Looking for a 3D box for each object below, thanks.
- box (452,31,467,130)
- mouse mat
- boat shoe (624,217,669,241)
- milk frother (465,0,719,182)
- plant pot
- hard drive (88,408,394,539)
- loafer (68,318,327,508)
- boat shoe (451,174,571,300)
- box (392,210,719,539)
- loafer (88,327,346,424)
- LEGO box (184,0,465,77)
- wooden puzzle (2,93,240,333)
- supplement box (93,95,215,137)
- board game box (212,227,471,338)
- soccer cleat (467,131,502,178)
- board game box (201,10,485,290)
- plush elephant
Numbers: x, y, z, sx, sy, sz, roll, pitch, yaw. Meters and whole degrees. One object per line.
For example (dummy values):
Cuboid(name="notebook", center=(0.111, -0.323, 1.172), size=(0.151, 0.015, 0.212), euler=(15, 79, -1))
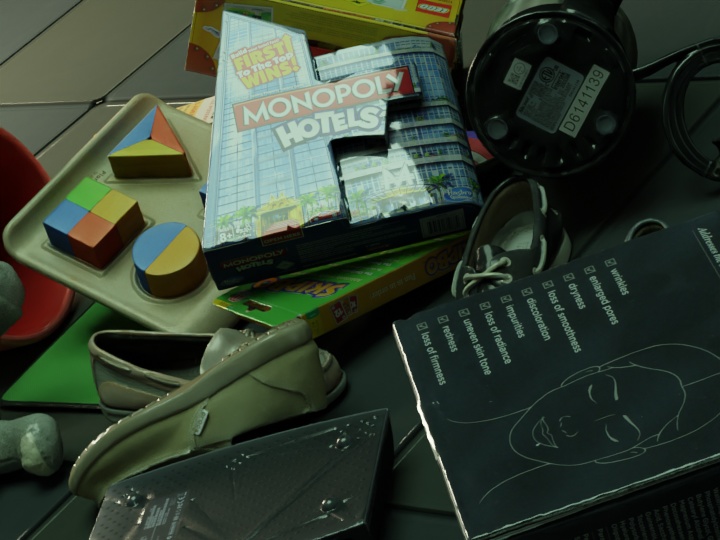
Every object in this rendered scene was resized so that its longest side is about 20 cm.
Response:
Cuboid(name="box", center=(0.014, -0.151, 1.863), size=(0.137, 0.040, 0.200), euler=(10, 28, -4))
Cuboid(name="mouse mat", center=(-0.169, 0.044, 1.772), size=(0.161, 0.008, 0.200), euler=(-1, 34, 41))
Cuboid(name="boat shoe", center=(0.173, 0.041, 1.406), size=(0.075, 0.062, 0.200), euler=(-6, 32, 24))
Cuboid(name="milk frother", center=(0.191, -0.133, 1.661), size=(0.181, 0.200, 0.188), euler=(-45, 5, 16))
Cuboid(name="plant pot", center=(-0.357, -0.008, 1.846), size=(0.177, 0.200, 0.200), euler=(-22, 24, 32))
Cuboid(name="hard drive", center=(-0.075, 0.157, 1.432), size=(0.200, 0.042, 0.135), euler=(-17, 27, 17))
Cuboid(name="loafer", center=(-0.105, 0.107, 1.524), size=(0.200, 0.068, 0.076), euler=(-34, -4, 18))
Cuboid(name="boat shoe", center=(0.095, 0.006, 1.542), size=(0.074, 0.060, 0.200), euler=(-11, 29, 28))
Cuboid(name="box", center=(0.141, 0.093, 1.221), size=(0.197, 0.124, 0.200), euler=(-20, 35, 1))
Cuboid(name="loafer", center=(-0.106, 0.069, 1.597), size=(0.200, 0.063, 0.072), euler=(-5, 29, 32))
Cuboid(name="LEGO box", center=(-0.021, -0.195, 1.803), size=(0.200, 0.077, 0.149), euler=(13, 28, 2))
Cuboid(name="wooden puzzle", center=(-0.145, -0.047, 1.757), size=(0.200, 0.046, 0.185), euler=(28, 59, 25))
Cuboid(name="supplement box", center=(-0.132, -0.083, 1.902), size=(0.200, 0.074, 0.126), euler=(-16, 27, 17))
Cuboid(name="board game box", center=(0.000, 0.000, 1.640), size=(0.200, 0.030, 0.096), euler=(-23, 22, -29))
Cuboid(name="soccer cleat", center=(0.017, -0.087, 1.729), size=(0.200, 0.073, 0.068), euler=(-13, 7, -16))
Cuboid(name="board game box", center=(-0.027, -0.105, 1.654), size=(0.200, 0.062, 0.200), euler=(-14, 60, 1))
Cuboid(name="plush elephant", center=(-0.336, 0.090, 1.646), size=(0.200, 0.165, 0.155), euler=(-25, -20, 37))
